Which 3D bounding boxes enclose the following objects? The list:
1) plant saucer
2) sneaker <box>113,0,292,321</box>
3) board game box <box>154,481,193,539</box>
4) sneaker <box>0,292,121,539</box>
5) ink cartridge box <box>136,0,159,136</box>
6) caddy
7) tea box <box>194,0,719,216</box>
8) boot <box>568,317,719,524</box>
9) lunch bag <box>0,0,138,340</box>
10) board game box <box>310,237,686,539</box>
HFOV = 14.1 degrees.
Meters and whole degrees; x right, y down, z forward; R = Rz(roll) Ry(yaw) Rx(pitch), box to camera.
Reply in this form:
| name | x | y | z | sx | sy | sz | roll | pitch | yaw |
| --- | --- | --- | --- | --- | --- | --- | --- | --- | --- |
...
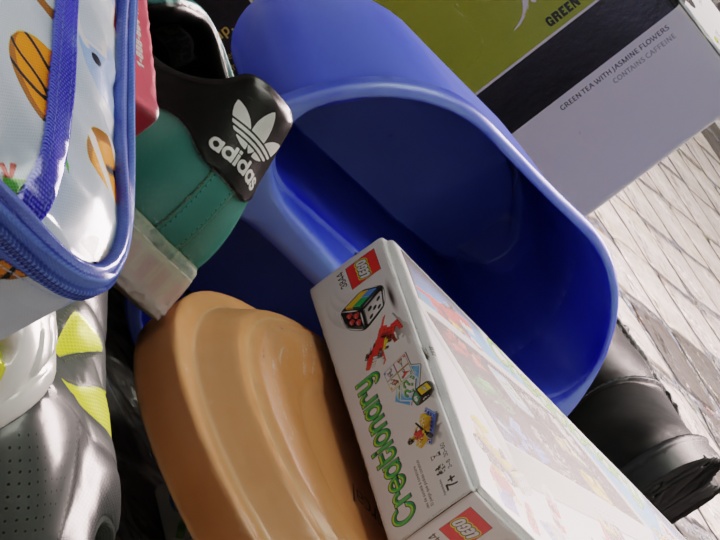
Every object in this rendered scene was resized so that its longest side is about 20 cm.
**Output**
| name | x | y | z | sx | sy | sz | roll | pitch | yaw |
| --- | --- | --- | --- | --- | --- | --- | --- | --- | --- |
| plant saucer | 0.007 | 0.087 | 0.872 | 0.200 | 0.032 | 0.200 | 49 | 13 | -15 |
| sneaker | -0.081 | -0.054 | 0.910 | 0.071 | 0.080 | 0.200 | 47 | -4 | -36 |
| board game box | 0.021 | 0.153 | 0.896 | 0.200 | 0.034 | 0.135 | 44 | 16 | -35 |
| sneaker | -0.098 | 0.038 | 0.738 | 0.200 | 0.074 | 0.085 | -86 | 163 | -79 |
| ink cartridge box | -0.154 | -0.118 | 0.807 | 0.200 | 0.086 | 0.148 | 39 | 29 | -38 |
| caddy | 0.000 | 0.000 | 0.995 | 0.200 | 0.141 | 0.105 | 41 | 12 | -41 |
| tea box | 0.027 | -0.100 | 1.221 | 0.197 | 0.200 | 0.134 | 52 | 13 | -6 |
| boot | 0.104 | 0.048 | 1.393 | 0.163 | 0.073 | 0.198 | 58 | 6 | 12 |
| lunch bag | -0.110 | -0.076 | 0.647 | 0.160 | 0.076 | 0.200 | 45 | 25 | -30 |
| board game box | 0.066 | 0.091 | 0.920 | 0.200 | 0.035 | 0.126 | 45 | 16 | -34 |
